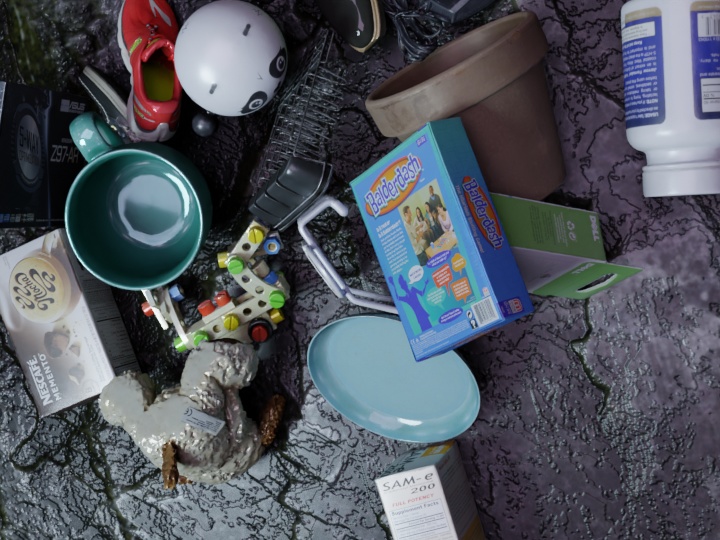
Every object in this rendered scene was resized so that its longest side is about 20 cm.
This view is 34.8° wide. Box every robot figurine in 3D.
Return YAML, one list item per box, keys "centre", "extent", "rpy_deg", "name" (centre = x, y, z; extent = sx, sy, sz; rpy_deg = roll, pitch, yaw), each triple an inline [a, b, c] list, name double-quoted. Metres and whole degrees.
- centre: [-0.137, -0.231, 1.247]
  extent: [0.124, 0.200, 0.151]
  rpy_deg: [-14, 102, -1]
  name: "robot figurine"

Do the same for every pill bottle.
- centre: [0.332, -0.178, 1.180]
  extent: [0.119, 0.120, 0.201]
  rpy_deg: [-2, 93, 14]
  name: "pill bottle"

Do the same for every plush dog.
- centre: [-0.176, 0.188, 1.304]
  extent: [0.199, 0.172, 0.161]
  rpy_deg: [-23, 57, 16]
  name: "plush dog"

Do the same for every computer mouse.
- centre: [0.113, -0.324, 1.257]
  extent: [0.200, 0.053, 0.139]
  rpy_deg: [-35, 63, 15]
  name: "computer mouse"

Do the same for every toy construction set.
- centre: [-0.164, 0.032, 1.328]
  extent: [0.199, 0.092, 0.131]
  rpy_deg: [-23, 112, 22]
  name: "toy construction set"

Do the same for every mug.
- centre: [-0.239, -0.081, 1.269]
  extent: [0.151, 0.114, 0.186]
  rpy_deg: [3, 103, 0]
  name: "mug"

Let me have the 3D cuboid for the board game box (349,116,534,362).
- centre: [0.075, -0.027, 1.128]
  extent: [0.152, 0.045, 0.201]
  rpy_deg: [-31, 76, 54]
  name: "board game box"

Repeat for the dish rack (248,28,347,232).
- centre: [-0.064, -0.157, 1.252]
  extent: [0.054, 0.153, 0.201]
  rpy_deg: [21, 68, -18]
  name: "dish rack"

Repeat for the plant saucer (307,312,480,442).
- centre: [0.038, 0.115, 1.267]
  extent: [0.199, 0.027, 0.201]
  rpy_deg: [13, 135, 14]
  name: "plant saucer"

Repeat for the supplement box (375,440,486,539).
- centre: [0.091, 0.302, 1.265]
  extent: [0.073, 0.126, 0.201]
  rpy_deg: [-17, 88, 16]
  name: "supplement box"

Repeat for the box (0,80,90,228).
- centre: [-0.384, -0.131, 1.317]
  extent: [0.043, 0.200, 0.161]
  rpy_deg: [11, 95, 13]
  name: "box"

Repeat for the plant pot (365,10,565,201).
- centre: [0.130, -0.150, 1.208]
  extent: [0.199, 0.200, 0.175]
  rpy_deg: [-25, 104, 14]
  name: "plant pot"

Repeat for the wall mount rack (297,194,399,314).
- centre: [0.000, 0.000, 1.246]
  extent: [0.074, 0.200, 0.174]
  rpy_deg: [-37, 97, 1]
  name: "wall mount rack"

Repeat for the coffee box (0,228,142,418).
- centre: [-0.356, 0.062, 1.383]
  extent: [0.113, 0.080, 0.201]
  rpy_deg: [-22, 88, 13]
  name: "coffee box"

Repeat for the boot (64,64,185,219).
- centre: [-0.303, -0.124, 1.358]
  extent: [0.154, 0.073, 0.204]
  rpy_deg: [-40, 88, 8]
  name: "boot"

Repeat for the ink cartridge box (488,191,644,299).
- centre: [0.184, -0.021, 1.195]
  extent: [0.104, 0.199, 0.060]
  rpy_deg: [-36, 53, 52]
  name: "ink cartridge box"

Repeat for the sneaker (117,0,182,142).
- centre: [-0.229, -0.246, 1.306]
  extent: [0.077, 0.085, 0.201]
  rpy_deg: [-2, 67, -22]
  name: "sneaker"

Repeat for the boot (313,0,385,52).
- centre: [-0.068, -0.323, 1.245]
  extent: [0.077, 0.138, 0.201]
  rpy_deg: [-41, 73, 38]
  name: "boot"
